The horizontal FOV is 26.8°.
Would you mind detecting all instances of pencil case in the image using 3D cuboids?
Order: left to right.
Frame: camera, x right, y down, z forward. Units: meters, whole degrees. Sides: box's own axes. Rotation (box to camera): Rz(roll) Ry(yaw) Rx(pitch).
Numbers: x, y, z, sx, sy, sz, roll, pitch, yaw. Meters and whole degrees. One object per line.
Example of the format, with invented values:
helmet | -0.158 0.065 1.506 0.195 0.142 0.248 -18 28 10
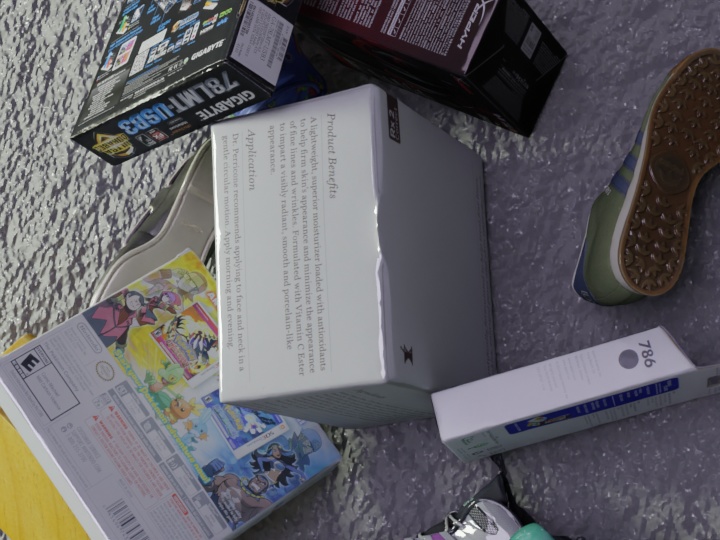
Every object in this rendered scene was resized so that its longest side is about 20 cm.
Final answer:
pencil case | -0.095 -0.196 1.217 0.086 0.078 0.201 -24 68 -7

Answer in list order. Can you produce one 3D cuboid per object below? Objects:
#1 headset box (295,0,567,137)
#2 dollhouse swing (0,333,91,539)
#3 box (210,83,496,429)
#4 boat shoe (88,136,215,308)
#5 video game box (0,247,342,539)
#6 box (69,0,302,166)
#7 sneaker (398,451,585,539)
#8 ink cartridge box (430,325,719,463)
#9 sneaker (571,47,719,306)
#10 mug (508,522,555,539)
headset box | 0.033 -0.183 1.114 0.199 0.149 0.075 25 89 26
dollhouse swing | -0.184 0.143 1.215 0.200 0.175 0.183 37 137 26
box | 0.000 0.000 1.065 0.130 0.200 0.201 -9 76 25
boat shoe | -0.150 -0.020 1.204 0.067 0.057 0.201 35 82 -11
video game box | -0.142 0.109 1.100 0.182 0.047 0.200 -31 78 -26
box | -0.110 -0.189 1.076 0.199 0.050 0.200 -17 48 47
sneaker | 0.064 0.189 1.072 0.199 0.078 0.141 16 85 17
ink cartridge box | 0.152 0.080 1.013 0.199 0.099 0.039 -15 71 7
sneaker | 0.199 -0.061 1.056 0.067 0.090 0.201 31 65 -13
mug | 0.176 0.249 0.966 0.151 0.114 0.186 -7 78 1
